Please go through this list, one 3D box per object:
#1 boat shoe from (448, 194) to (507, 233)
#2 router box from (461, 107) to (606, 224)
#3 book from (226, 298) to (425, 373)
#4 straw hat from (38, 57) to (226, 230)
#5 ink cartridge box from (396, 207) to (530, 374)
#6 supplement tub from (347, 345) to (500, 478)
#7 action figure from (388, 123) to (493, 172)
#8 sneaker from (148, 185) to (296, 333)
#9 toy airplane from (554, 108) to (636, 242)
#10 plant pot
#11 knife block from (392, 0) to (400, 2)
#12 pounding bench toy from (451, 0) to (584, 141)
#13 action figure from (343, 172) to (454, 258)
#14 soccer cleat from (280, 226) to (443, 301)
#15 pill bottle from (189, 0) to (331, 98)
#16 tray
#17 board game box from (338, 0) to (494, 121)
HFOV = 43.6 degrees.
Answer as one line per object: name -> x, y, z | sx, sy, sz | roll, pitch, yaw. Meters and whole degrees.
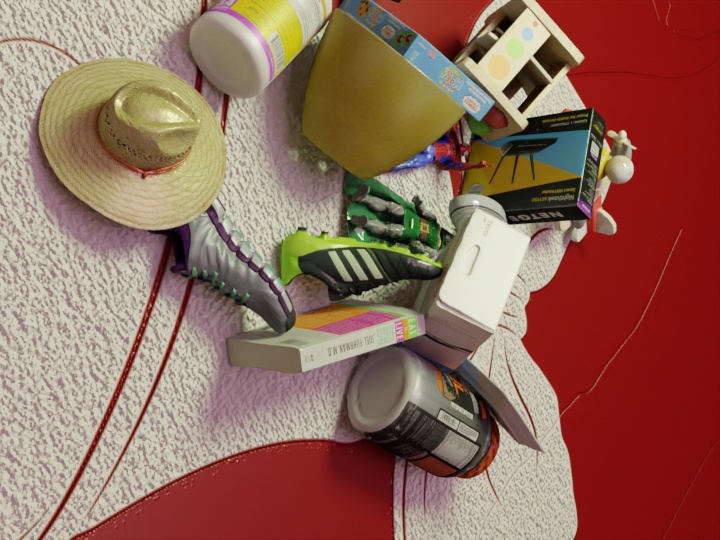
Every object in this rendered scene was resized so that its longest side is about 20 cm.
boat shoe -> 0.176, -0.030, 1.276 | 0.202, 0.074, 0.087 | 48, 38, -57
router box -> 0.244, -0.144, 1.292 | 0.051, 0.198, 0.151 | 29, 67, -43
book -> -0.037, 0.076, 1.049 | 0.198, 0.133, 0.049 | -12, 99, -43
straw hat -> -0.211, -0.145, 0.899 | 0.199, 0.085, 0.204 | 11, 67, -28
ink cartridge box -> 0.127, 0.035, 1.159 | 0.083, 0.200, 0.146 | 26, 65, -2
supplement tub -> 0.087, 0.190, 1.166 | 0.199, 0.122, 0.124 | 35, 63, -37
action figure -> 0.104, -0.166, 1.236 | 0.198, 0.098, 0.066 | -12, 95, -46
sneaker -> -0.157, 0.002, 0.987 | 0.087, 0.074, 0.201 | -41, 98, -26
toy airplane -> 0.381, -0.144, 1.465 | 0.198, 0.140, 0.203 | 17, 74, -42
plant pot -> 0.007, -0.198, 1.097 | 0.199, 0.200, 0.143 | 32, 101, -37
knife block -> -0.010, -0.399, 1.141 | 0.200, 0.064, 0.177 | -42, 100, -38
pounding bench toy -> 0.187, -0.273, 1.293 | 0.124, 0.200, 0.156 | 44, 79, -11
action figure -> 0.062, -0.061, 1.216 | 0.199, 0.054, 0.120 | 16, 73, -46
soccer cleat -> 0.000, 0.000, 1.092 | 0.197, 0.068, 0.082 | 9, 92, -2
pill bottle -> -0.101, -0.296, 1.043 | 0.105, 0.103, 0.201 | 55, 53, -25
tray -> 0.173, 0.171, 1.222 | 0.022, 0.200, 0.108 | -36, 116, -4
board game box -> 0.069, -0.278, 1.153 | 0.150, 0.200, 0.037 | 31, 105, -38
